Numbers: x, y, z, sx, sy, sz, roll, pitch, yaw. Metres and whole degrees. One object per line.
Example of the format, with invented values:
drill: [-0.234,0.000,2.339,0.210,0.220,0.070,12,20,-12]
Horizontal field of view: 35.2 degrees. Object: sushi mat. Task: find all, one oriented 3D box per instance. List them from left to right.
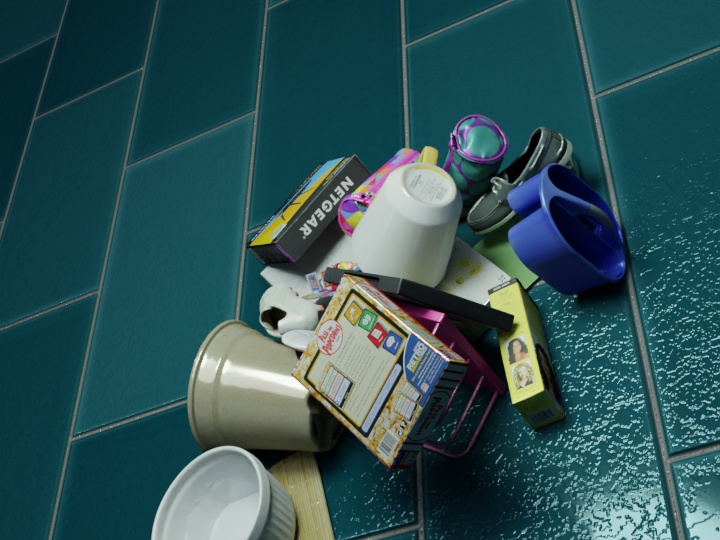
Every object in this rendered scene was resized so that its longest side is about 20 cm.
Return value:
sushi mat: [-0.089,0.344,1.592,0.095,0.012,0.201,-31,42,12]

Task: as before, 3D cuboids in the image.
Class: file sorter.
file sorter: [0.075,0.146,1.509,0.138,0.200,0.126,13,66,41]

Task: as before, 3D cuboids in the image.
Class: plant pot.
plant pot: [-0.120,0.182,1.645,0.182,0.201,0.202,6,57,25]

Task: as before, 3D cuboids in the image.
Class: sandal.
sandal: [-0.021,0.124,1.552,0.079,0.205,0.060,24,101,47]

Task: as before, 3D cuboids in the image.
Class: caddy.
caddy: [0.288,-0.057,1.541,0.104,0.199,0.143,-26,46,37]

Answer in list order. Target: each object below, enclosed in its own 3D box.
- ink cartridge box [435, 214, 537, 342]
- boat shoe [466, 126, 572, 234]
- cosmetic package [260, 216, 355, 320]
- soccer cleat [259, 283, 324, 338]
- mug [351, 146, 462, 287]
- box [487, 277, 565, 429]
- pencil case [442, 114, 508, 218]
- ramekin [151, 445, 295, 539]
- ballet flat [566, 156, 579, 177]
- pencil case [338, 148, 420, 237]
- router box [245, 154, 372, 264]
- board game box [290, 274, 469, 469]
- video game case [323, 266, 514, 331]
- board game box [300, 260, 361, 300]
ink cartridge box: [0.190,-0.007,1.674,0.200,0.048,0.145,-45,41,-3]
boat shoe: [0.220,-0.135,1.668,0.200,0.062,0.073,-42,35,25]
cosmetic package: [-0.049,-0.017,1.851,0.200,0.052,0.151,-44,39,-5]
soccer cleat: [-0.120,0.061,1.665,0.077,0.070,0.200,-8,9,-24]
mug: [0.069,-0.086,1.629,0.148,0.154,0.188,-8,55,-23]
box: [0.222,0.109,1.529,0.050,0.075,0.201,-25,44,18]
pencil case: [0.157,-0.152,1.715,0.091,0.200,0.086,1,66,-10]
ramekin: [-0.182,0.356,1.568,0.199,0.105,0.202,-24,45,26]
ballet flat: [0.297,-0.145,1.695,0.067,0.071,0.201,-15,46,7]
pencil case: [0.044,-0.122,1.801,0.088,0.089,0.200,-1,29,35]
router box: [-0.085,-0.097,1.849,0.200,0.051,0.149,-50,18,-18]
board game box: [0.019,0.121,1.384,0.200,0.046,0.152,39,106,37]
video game case: [0.077,0.038,1.525,0.180,0.199,0.026,9,83,56]
board game box: [0.000,0.000,1.711,0.198,0.039,0.158,-17,4,-27]
